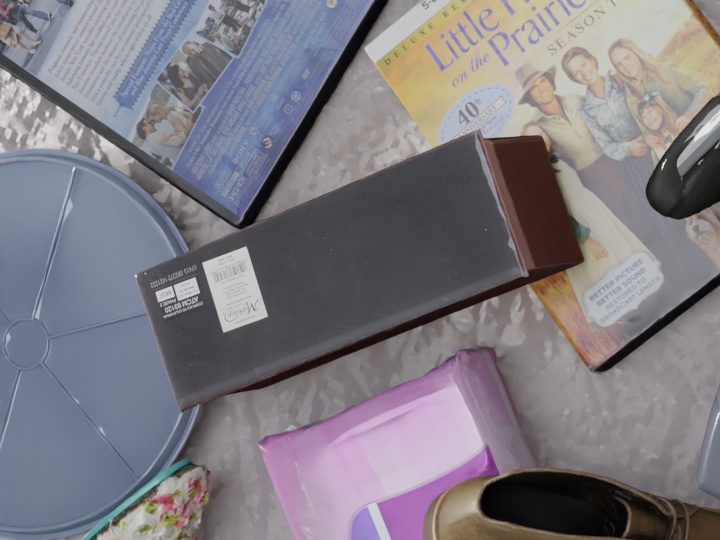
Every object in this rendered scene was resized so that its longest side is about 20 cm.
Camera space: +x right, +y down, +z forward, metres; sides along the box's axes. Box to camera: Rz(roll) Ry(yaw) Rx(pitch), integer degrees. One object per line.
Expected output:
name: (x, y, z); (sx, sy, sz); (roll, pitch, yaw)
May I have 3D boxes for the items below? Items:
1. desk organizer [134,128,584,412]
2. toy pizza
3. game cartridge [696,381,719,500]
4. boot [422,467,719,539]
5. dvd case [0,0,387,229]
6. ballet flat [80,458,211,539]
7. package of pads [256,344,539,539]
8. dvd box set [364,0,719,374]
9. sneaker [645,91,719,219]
desk organizer: (0.000, 0.000, 1.445); (0.199, 0.077, 0.072); (-22, 83, 27)
toy pizza: (-0.165, 0.038, 1.544); (0.199, 0.032, 0.201); (-1, 87, 21)
game cartridge: (0.242, 0.040, 1.362); (0.133, 0.042, 0.200); (27, 109, -6)
boot: (0.133, 0.131, 1.372); (0.199, 0.075, 0.074); (11, 67, -15)
dvd case: (-0.101, -0.132, 1.539); (0.200, 0.018, 0.143); (34, 98, 17)
ballet flat: (-0.138, 0.170, 1.510); (0.200, 0.076, 0.064); (-38, 81, 23)
package of pads: (0.043, 0.147, 1.441); (0.120, 0.076, 0.201); (-25, 79, 16)
dvd box set: (0.114, -0.073, 1.454); (0.146, 0.029, 0.200); (-37, 76, 14)
sneaker: (0.234, -0.065, 1.373); (0.200, 0.075, 0.116); (-41, 83, -6)
